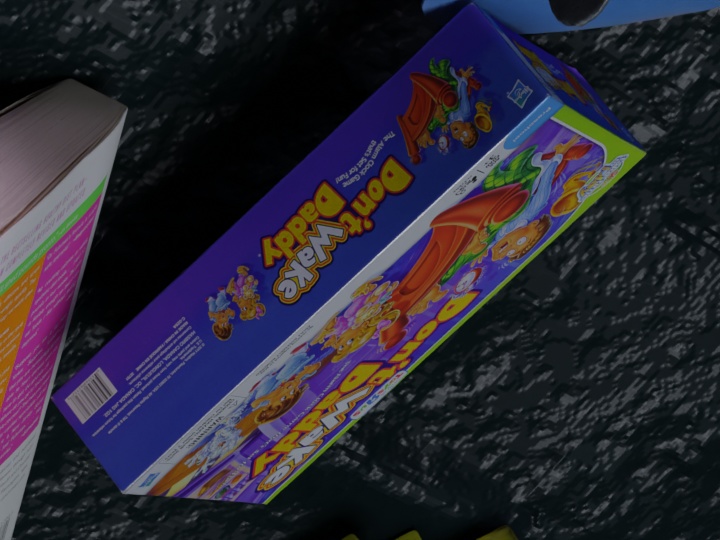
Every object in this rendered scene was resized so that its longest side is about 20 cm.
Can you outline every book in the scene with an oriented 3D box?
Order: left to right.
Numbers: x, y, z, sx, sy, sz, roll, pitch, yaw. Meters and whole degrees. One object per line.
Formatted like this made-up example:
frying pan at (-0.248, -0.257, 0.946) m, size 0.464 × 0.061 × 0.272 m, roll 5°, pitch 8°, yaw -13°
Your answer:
book at (-0.142, 0.045, 0.957) m, size 0.134 × 0.048 × 0.201 m, roll -43°, pitch 156°, yaw -56°

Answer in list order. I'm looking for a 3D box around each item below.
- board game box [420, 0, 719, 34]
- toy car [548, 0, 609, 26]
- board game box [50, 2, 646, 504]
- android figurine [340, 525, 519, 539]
board game box at (0.113, -0.124, 0.928) m, size 0.157 × 0.039 × 0.200 m, roll -4°, pitch 171°, yaw -43°
toy car at (0.067, -0.161, 0.830) m, size 0.157 × 0.200 × 0.164 m, roll 28°, pitch 111°, yaw -39°
board game box at (0.000, 0.000, 0.994) m, size 0.200 × 0.045 × 0.134 m, roll -43°, pitch 162°, yaw 11°
android figurine at (-0.009, 0.186, 1.186) m, size 0.199 × 0.041 × 0.183 m, roll -27°, pitch 134°, yaw -7°
